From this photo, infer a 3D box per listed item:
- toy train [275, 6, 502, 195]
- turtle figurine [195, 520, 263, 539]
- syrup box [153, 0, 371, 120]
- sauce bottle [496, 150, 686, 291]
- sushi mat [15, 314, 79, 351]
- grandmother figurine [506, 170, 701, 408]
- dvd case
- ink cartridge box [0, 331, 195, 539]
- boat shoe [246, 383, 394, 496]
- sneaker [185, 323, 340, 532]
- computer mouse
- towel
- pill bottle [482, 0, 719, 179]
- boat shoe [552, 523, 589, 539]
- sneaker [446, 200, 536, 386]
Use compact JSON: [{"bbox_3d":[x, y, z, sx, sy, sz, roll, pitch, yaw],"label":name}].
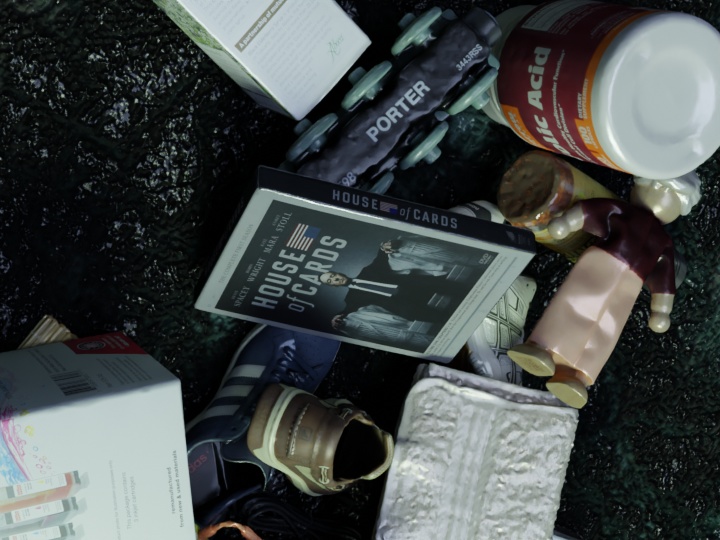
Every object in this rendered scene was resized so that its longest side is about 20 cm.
[{"bbox_3d":[0.019,-0.107,1.127,0.085,0.114,0.200,45,83,-3],"label":"toy train"},{"bbox_3d":[-0.133,0.268,1.142,0.161,0.064,0.200,-4,124,7],"label":"turtle figurine"},{"bbox_3d":[-0.095,-0.198,1.069,0.081,0.079,0.200,-49,117,-7],"label":"syrup box"},{"bbox_3d":[0.188,-0.031,1.239,0.200,0.066,0.066,24,92,-41],"label":"sauce bottle"},{"bbox_3d":[-0.248,0.134,1.117,0.096,0.012,0.200,42,83,-27],"label":"sushi mat"},{"bbox_3d":[0.185,-0.005,1.166,0.121,0.061,0.200,43,74,-26],"label":"grandmother figurine"},{"bbox_3d":[0.000,0.000,1.105,0.200,0.150,0.025,12,53,-17],"label":"dvd case"},{"bbox_3d":[-0.226,0.138,1.040,0.200,0.145,0.145,-9,106,-22],"label":"ink cartridge box"},{"bbox_3d":[-0.013,0.131,1.136,0.202,0.075,0.075,27,79,-69],"label":"boat shoe"},{"bbox_3d":[-0.074,0.110,1.154,0.075,0.085,0.200,42,83,-28],"label":"sneaker"},{"bbox_3d":[-0.089,0.264,1.207,0.140,0.046,0.200,36,86,-29],"label":"computer mouse"},{"bbox_3d":[0.080,0.175,1.163,0.132,0.034,0.200,13,82,-5],"label":"towel"},{"bbox_3d":[0.167,-0.136,1.141,0.114,0.200,0.114,-6,105,-24],"label":"pill bottle"},{"bbox_3d":[0.125,0.213,1.216,0.200,0.066,0.070,18,81,-3],"label":"boat shoe"},{"bbox_3d":[0.106,0.040,1.227,0.088,0.076,0.200,-28,114,-17],"label":"sneaker"}]
